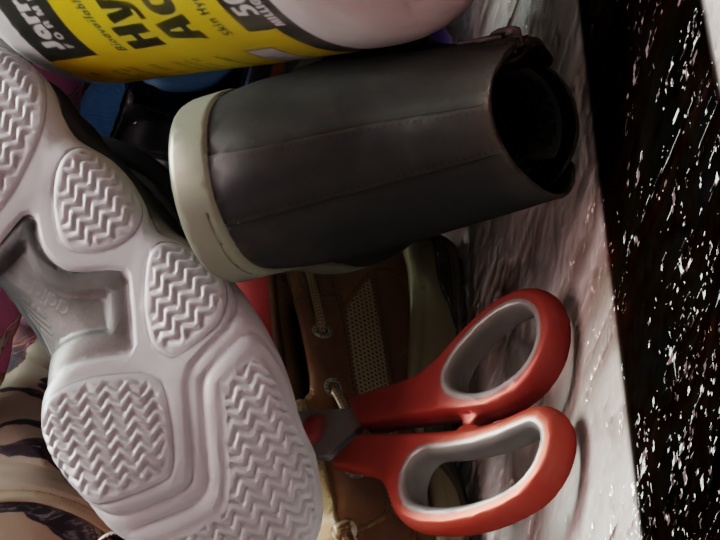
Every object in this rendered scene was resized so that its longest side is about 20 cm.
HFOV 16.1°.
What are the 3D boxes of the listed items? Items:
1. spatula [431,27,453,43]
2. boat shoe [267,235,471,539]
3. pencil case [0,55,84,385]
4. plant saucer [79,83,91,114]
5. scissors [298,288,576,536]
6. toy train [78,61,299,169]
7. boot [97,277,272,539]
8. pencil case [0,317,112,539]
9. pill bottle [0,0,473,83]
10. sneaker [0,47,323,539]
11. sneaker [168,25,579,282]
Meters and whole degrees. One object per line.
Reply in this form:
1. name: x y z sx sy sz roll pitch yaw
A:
1. spatula: 0.000 0.000 0.971 0.057 0.020 0.201 -109 40 -69
2. boat shoe: -0.006 0.073 0.845 0.076 0.073 0.201 110 165 -51
3. pencil case: -0.148 -0.046 0.897 0.087 0.082 0.201 38 -115 -72
4. plant saucer: -0.063 -0.079 1.004 0.034 0.200 0.201 -32 46 46
5. scissors: -0.008 0.055 0.774 0.199 0.014 0.074 -18 54 44
6. toy train: -0.031 -0.101 0.944 0.087 0.114 0.201 122 164 -55
7. boot: -0.051 0.072 0.887 0.144 0.072 0.201 26 -124 -56
8. pencil case: -0.106 0.049 0.972 0.200 0.089 0.078 -83 5 -51
9. pill bottle: -0.058 -0.115 0.783 0.199 0.111 0.112 -3 78 48
10. sneaker: -0.065 0.017 0.809 0.200 0.075 0.114 53 -171 19
11. sneaker: 0.028 -0.039 0.795 0.200 0.106 0.075 -32 -70 -67
